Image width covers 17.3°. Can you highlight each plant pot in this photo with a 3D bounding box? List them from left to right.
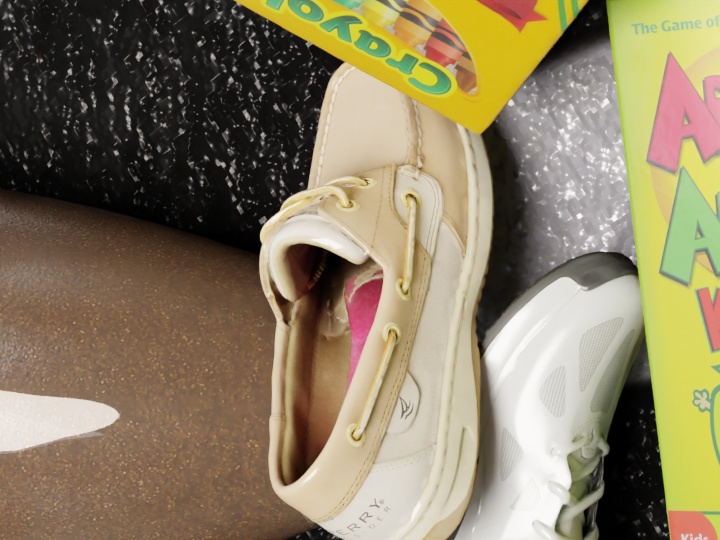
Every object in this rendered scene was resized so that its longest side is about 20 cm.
[{"bbox_3d":[-0.109,0.052,0.909,0.199,0.187,0.188,-1,101,16],"label":"plant pot"}]

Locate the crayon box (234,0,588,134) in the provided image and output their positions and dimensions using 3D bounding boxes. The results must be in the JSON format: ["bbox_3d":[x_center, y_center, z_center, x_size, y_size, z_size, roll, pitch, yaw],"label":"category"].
[{"bbox_3d":[0.017,-0.120,0.772,0.127,0.051,0.200,27,151,-5],"label":"crayon box"}]

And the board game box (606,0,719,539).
[{"bbox_3d":[0.149,0.000,0.801,0.101,0.048,0.201,-3,100,32],"label":"board game box"}]

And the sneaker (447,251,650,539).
[{"bbox_3d":[0.077,0.101,0.831,0.115,0.076,0.201,37,111,36],"label":"sneaker"}]

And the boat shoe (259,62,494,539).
[{"bbox_3d":[0.000,0.000,0.826,0.074,0.069,0.201,-32,48,39],"label":"boat shoe"}]
